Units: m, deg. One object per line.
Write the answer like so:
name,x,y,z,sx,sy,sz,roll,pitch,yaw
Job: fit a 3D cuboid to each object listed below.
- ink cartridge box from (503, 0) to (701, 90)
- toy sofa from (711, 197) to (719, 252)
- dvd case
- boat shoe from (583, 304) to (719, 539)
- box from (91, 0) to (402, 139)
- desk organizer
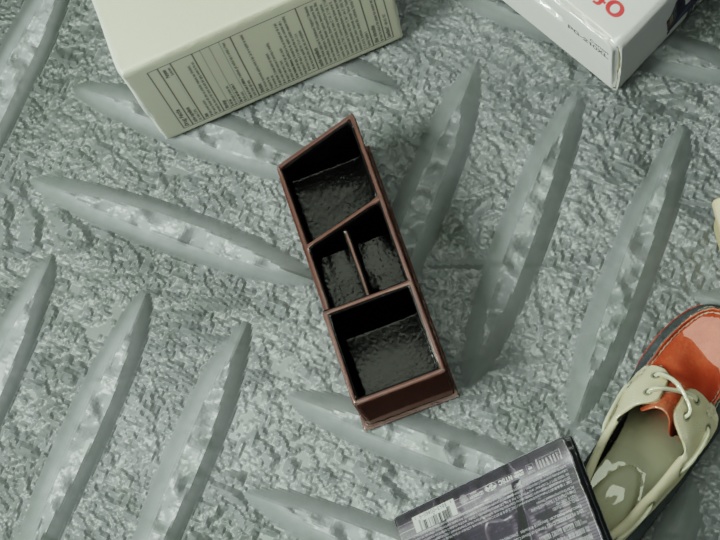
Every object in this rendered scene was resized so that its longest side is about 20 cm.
ink cartridge box,0.196,-0.254,1.079,0.145,0.084,0.200,42,83,17
toy sofa,0.340,-0.028,0.988,0.199,0.098,0.083,-13,73,5
dvd case,0.111,0.226,0.952,0.149,0.016,0.201,-32,68,33
boat shoe,0.194,0.104,0.989,0.071,0.063,0.200,32,79,17
box,-0.084,-0.199,1.080,0.199,0.128,0.109,-23,72,1
desk organizer,0.000,0.000,1.038,0.072,0.077,0.201,-20,72,2
